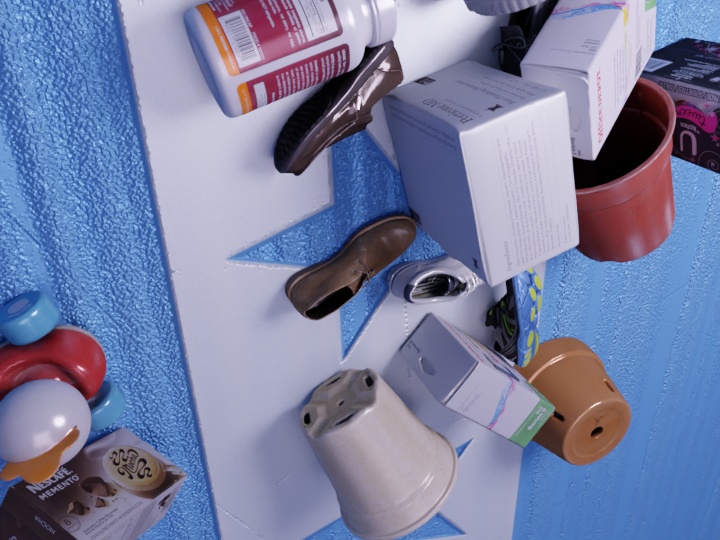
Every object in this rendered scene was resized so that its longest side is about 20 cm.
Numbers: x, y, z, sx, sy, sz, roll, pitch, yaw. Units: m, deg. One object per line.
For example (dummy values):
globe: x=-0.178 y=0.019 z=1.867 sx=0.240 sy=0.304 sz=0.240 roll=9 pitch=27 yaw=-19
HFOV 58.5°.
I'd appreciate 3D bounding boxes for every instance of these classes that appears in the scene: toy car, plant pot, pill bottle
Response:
toy car: x=-0.362 y=0.160 z=0.695 sx=0.177 sy=0.200 sz=0.184 roll=-27 pitch=123 yaw=-9
plant pot: x=0.359 y=0.236 z=1.101 sx=0.200 sy=0.140 sz=0.200 roll=-11 pitch=121 yaw=-19
plant pot: x=0.336 y=-0.122 z=0.880 sx=0.201 sy=0.201 sz=0.195 roll=-41 pitch=133 yaw=0
plant pot: x=0.013 y=0.249 z=0.937 sx=0.200 sy=0.200 sz=0.184 roll=-34 pitch=113 yaw=-5
pill bottle: x=-0.069 y=-0.245 z=0.667 sx=0.200 sy=0.113 sz=0.113 roll=-25 pitch=123 yaw=-11

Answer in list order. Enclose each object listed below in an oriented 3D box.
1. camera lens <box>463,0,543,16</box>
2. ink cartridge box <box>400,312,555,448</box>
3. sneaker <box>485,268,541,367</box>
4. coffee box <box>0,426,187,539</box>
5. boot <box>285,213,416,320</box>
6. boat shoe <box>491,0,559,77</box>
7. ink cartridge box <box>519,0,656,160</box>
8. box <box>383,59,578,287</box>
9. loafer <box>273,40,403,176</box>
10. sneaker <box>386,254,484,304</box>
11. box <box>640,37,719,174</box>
camera lens: x=0.145 y=-0.391 z=0.658 sx=0.160 sy=0.160 sz=0.200 roll=-36 pitch=125 yaw=-3
ink cartridge box: x=0.176 y=0.166 z=0.977 sx=0.200 sy=0.145 sz=0.088 roll=31 pitch=100 yaw=-33
sneaker: x=0.229 y=0.068 z=0.983 sx=0.071 sy=0.083 sz=0.200 roll=-46 pitch=142 yaw=-34
coffee box: x=-0.316 y=0.278 z=0.766 sx=0.113 sy=0.200 sz=0.080 roll=33 pitch=103 yaw=11
boot: x=0.000 y=0.000 z=0.853 sx=0.200 sy=0.075 sz=0.074 roll=-34 pitch=123 yaw=-6
boat shoe: x=0.199 y=-0.282 z=0.797 sx=0.062 sy=0.075 sz=0.200 roll=8 pitch=107 yaw=-22
ink cartridge box: x=0.278 y=-0.257 z=0.772 sx=0.200 sy=0.084 sz=0.145 roll=-57 pitch=146 yaw=-18
box: x=0.142 y=-0.123 z=0.775 sx=0.131 sy=0.199 sz=0.200 roll=-25 pitch=123 yaw=-11
loafer: x=-0.019 y=-0.180 z=0.748 sx=0.200 sy=0.073 sz=0.071 roll=-46 pitch=124 yaw=4
sneaker: x=0.140 y=0.012 z=0.923 sx=0.200 sy=0.071 sz=0.073 roll=-16 pitch=121 yaw=-17
box: x=0.464 y=-0.225 z=0.867 sx=0.132 sy=0.200 sz=0.115 roll=-24 pitch=122 yaw=-11
